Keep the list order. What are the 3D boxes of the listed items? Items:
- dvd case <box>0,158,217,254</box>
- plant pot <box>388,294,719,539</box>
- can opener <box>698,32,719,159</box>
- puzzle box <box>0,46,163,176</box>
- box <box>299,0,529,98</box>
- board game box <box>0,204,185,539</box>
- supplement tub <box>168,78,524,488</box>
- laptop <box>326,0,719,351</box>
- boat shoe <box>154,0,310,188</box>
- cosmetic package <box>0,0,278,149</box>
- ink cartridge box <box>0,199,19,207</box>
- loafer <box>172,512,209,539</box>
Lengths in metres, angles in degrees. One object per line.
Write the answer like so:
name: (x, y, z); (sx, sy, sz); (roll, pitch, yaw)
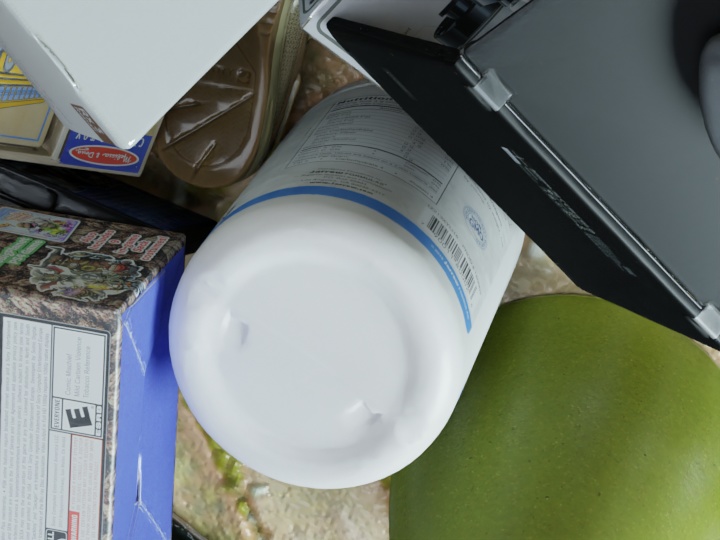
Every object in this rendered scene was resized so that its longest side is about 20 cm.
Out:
dvd case: (-0.172, -0.051, 1.079); (0.199, 0.143, 0.018); (23, 95, 4)
plant pot: (0.087, 0.137, 1.057); (0.186, 0.200, 0.189); (5, 113, 12)
can opener: (0.193, -0.019, 0.873); (0.067, 0.053, 0.201); (0, 135, 41)
puzzle box: (-0.165, -0.111, 0.971); (0.199, 0.025, 0.134); (6, 124, -32)
box: (0.083, -0.105, 1.006); (0.199, 0.060, 0.117); (34, 117, -22)
board game box: (-0.187, 0.058, 0.989); (0.198, 0.097, 0.161); (10, 112, 10)
supplement tub: (0.000, 0.000, 1.024); (0.131, 0.200, 0.133); (5, 112, 12)
laptop: (0.119, -0.069, 0.924); (0.187, 0.200, 0.116); (44, 82, -26)
boat shoe: (-0.050, -0.139, 1.057); (0.071, 0.064, 0.201); (17, 98, 13)
cosmetic package: (-0.069, -0.156, 0.930); (0.200, 0.074, 0.102); (-44, 119, -13)
ink cartridge box: (-0.197, 0.071, 1.130); (0.083, 0.146, 0.201); (19, 114, 5)
loafer: (-0.052, 0.193, 1.188); (0.199, 0.072, 0.063); (30, 109, 3)
